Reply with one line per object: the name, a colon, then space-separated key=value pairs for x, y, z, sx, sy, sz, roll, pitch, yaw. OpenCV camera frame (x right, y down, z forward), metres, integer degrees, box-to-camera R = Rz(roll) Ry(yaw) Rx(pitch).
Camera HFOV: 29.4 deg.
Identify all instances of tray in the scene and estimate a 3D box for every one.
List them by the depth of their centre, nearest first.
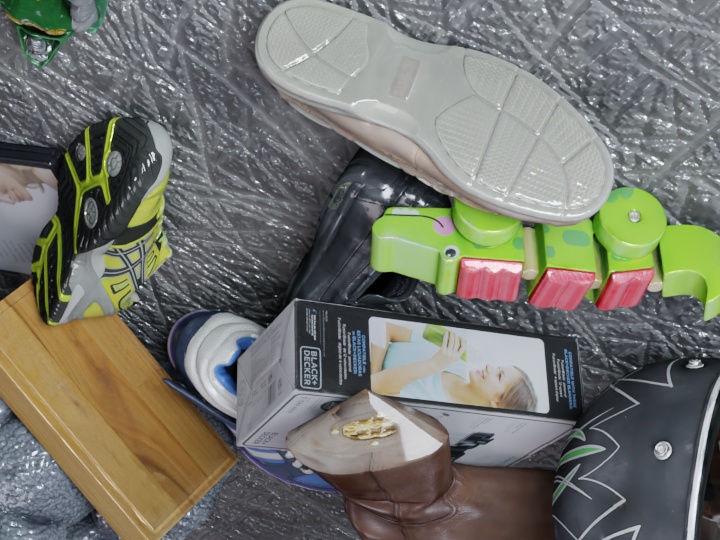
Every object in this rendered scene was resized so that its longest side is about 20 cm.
tray: x=-0.188 y=0.095 z=0.994 sx=0.200 sy=0.099 sz=0.037 roll=51 pitch=142 yaw=-4

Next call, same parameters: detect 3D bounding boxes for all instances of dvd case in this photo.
dvd case: x=-0.275 y=-0.046 z=1.015 sx=0.198 sy=0.018 sz=0.143 roll=8 pitch=146 yaw=25

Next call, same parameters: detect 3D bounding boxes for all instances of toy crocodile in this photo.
toy crocodile: x=0.103 y=-0.006 z=0.751 sx=0.198 sy=0.062 sz=0.068 roll=4 pitch=148 yaw=-4

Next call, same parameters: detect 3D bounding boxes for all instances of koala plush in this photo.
koala plush: x=-0.217 y=0.144 z=1.053 sx=0.183 sy=0.179 sz=0.199 roll=-11 pitch=171 yaw=35

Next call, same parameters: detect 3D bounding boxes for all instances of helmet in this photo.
helmet: x=0.206 y=0.144 z=0.812 sx=0.189 sy=0.201 sz=0.200 roll=17 pitch=149 yaw=-1

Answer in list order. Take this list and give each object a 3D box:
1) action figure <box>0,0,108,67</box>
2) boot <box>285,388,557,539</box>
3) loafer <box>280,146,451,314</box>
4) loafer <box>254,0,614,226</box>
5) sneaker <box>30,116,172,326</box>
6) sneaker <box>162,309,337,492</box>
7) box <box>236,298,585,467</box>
action figure: x=-0.172 y=-0.175 z=0.727 sx=0.117 sy=0.055 sz=0.200 roll=20 pitch=152 yaw=2
boot: x=0.062 y=0.127 z=0.854 sx=0.185 sy=0.065 sz=0.200 roll=-8 pitch=150 yaw=8
loafer: x=0.000 y=0.000 z=0.848 sx=0.070 sy=0.068 sz=0.201 roll=32 pitch=145 yaw=3
loafer: x=0.038 y=-0.079 z=0.720 sx=0.199 sy=0.072 sz=0.063 roll=27 pitch=166 yaw=8
sneaker: x=-0.162 y=-0.036 z=0.922 sx=0.076 sy=0.076 sz=0.200 roll=-5 pitch=152 yaw=-33
sneaker: x=-0.052 y=0.106 z=0.990 sx=0.200 sy=0.081 sz=0.146 roll=43 pitch=170 yaw=-19
box: x=0.030 y=0.078 z=0.883 sx=0.198 sy=0.061 sz=0.117 roll=9 pitch=154 yaw=-20
